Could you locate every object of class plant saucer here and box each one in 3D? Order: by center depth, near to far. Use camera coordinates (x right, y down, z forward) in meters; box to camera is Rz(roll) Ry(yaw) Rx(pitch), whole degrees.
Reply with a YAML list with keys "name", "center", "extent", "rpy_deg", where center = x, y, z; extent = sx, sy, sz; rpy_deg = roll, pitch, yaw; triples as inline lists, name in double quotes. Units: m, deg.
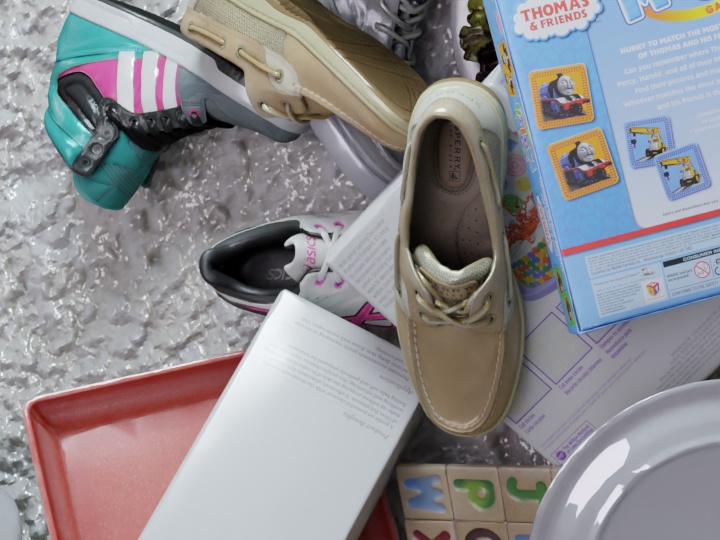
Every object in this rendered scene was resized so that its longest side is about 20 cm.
- name: "plant saucer"
  center: [-0.084, 0.151, 1.441]
  extent: [0.200, 0.037, 0.200]
  rpy_deg: [-13, 68, -9]

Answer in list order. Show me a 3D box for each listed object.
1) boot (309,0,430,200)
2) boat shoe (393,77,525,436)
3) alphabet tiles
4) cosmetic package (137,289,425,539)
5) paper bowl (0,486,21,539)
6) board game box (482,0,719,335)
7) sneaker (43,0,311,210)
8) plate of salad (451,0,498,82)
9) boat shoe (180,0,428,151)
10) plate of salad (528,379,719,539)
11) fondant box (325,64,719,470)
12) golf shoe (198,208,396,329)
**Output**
- name: "boot"
  center: [0.009, -0.146, 1.427]
  extent: [0.096, 0.074, 0.200]
  rpy_deg: [-31, 75, 34]
- name: "boat shoe"
  center: [0.049, 0.001, 1.287]
  extent: [0.072, 0.065, 0.200]
  rpy_deg: [3, 109, 12]
- name: "alphabet tiles"
  center: [0.109, 0.205, 1.381]
  extent: [0.167, 0.008, 0.200]
  rpy_deg: [-2, 107, 30]
- name: "cosmetic package"
  center: [-0.047, 0.126, 1.387]
  extent: [0.108, 0.085, 0.200]
  rpy_deg: [28, 69, 8]
- name: "paper bowl"
  center: [-0.289, 0.199, 1.557]
  extent: [0.201, 0.104, 0.201]
  rpy_deg: [-53, 26, 40]
- name: "board game box"
  center: [0.159, -0.082, 1.275]
  extent: [0.151, 0.037, 0.200]
  rpy_deg: [-15, 92, -5]
- name: "sneaker"
  center: [-0.124, -0.088, 1.499]
  extent: [0.200, 0.084, 0.121]
  rpy_deg: [28, 100, 35]
- name: "plate of salad"
  center: [0.136, -0.147, 1.362]
  extent: [0.200, 0.048, 0.200]
  rpy_deg: [1, 92, 29]
- name: "boat shoe"
  center: [-0.031, -0.114, 1.379]
  extent: [0.200, 0.071, 0.065]
  rpy_deg: [42, 110, 39]
- name: "plate of salad"
  center: [0.183, 0.146, 1.295]
  extent: [0.200, 0.048, 0.200]
  rpy_deg: [-4, 112, -10]
- name: "fondant box"
  center: [0.103, 0.005, 1.343]
  extent: [0.200, 0.058, 0.144]
  rpy_deg: [41, 112, -5]
- name: "golf shoe"
  center: [0.000, 0.000, 1.426]
  extent: [0.200, 0.092, 0.073]
  rpy_deg: [-7, 83, 28]
